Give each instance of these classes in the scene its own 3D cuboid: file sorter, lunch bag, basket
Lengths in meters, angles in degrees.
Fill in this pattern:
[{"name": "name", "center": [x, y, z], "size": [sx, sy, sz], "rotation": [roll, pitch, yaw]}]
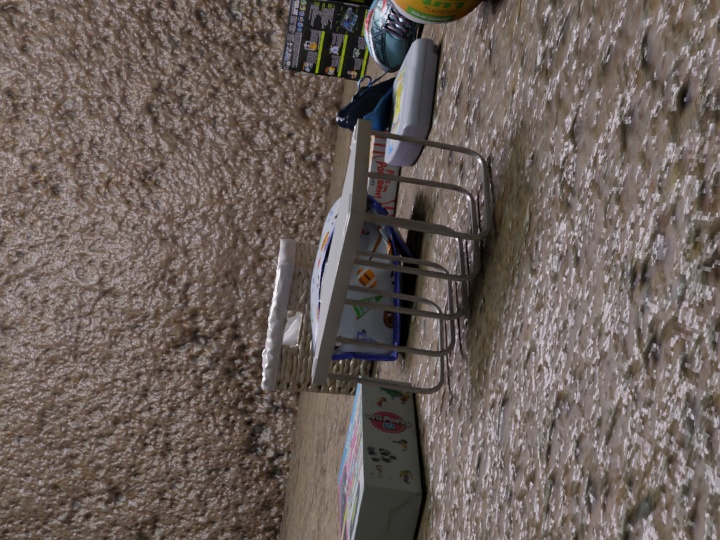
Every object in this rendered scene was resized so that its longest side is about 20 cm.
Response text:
[{"name": "file sorter", "center": [0.035, -0.007, 1.034], "size": [0.139, 0.124, 0.201], "rotation": [-87, 8, -49]}, {"name": "lunch bag", "center": [0.000, 0.000, 1.426], "size": [0.170, 0.123, 0.201], "rotation": [-127, 37, -83]}, {"name": "basket", "center": [-0.061, 0.071, 1.742], "size": [0.200, 0.160, 0.199], "rotation": [-109, 28, -77]}]

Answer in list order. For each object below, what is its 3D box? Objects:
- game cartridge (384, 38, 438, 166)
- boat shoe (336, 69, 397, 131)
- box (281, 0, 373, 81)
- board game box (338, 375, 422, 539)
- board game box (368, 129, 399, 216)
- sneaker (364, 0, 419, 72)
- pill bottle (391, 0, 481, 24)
[{"name": "game cartridge", "center": [0.064, -0.209, 1.511], "size": [0.200, 0.040, 0.134], "rotation": [126, 148, -79]}, {"name": "boat shoe", "center": [0.017, -0.242, 1.638], "size": [0.200, 0.068, 0.085], "rotation": [-38, -48, -70]}, {"name": "box", "center": [-0.070, -0.523, 2.547], "size": [0.048, 0.192, 0.201], "rotation": [-91, 9, -45]}, {"name": "board game box", "center": [0.018, 0.227, 1.206], "size": [0.200, 0.064, 0.148], "rotation": [-91, 11, -65]}, {"name": "board game box", "center": [0.021, -0.123, 1.762], "size": [0.200, 0.046, 0.152], "rotation": [148, 130, -83]}, {"name": "sneaker", "center": [0.054, -0.379, 1.635], "size": [0.096, 0.079, 0.201], "rotation": [-104, 22, -70]}, {"name": "pill bottle", "center": [0.078, -0.296, 1.082], "size": [0.200, 0.110, 0.112], "rotation": [161, 117, -84]}]
